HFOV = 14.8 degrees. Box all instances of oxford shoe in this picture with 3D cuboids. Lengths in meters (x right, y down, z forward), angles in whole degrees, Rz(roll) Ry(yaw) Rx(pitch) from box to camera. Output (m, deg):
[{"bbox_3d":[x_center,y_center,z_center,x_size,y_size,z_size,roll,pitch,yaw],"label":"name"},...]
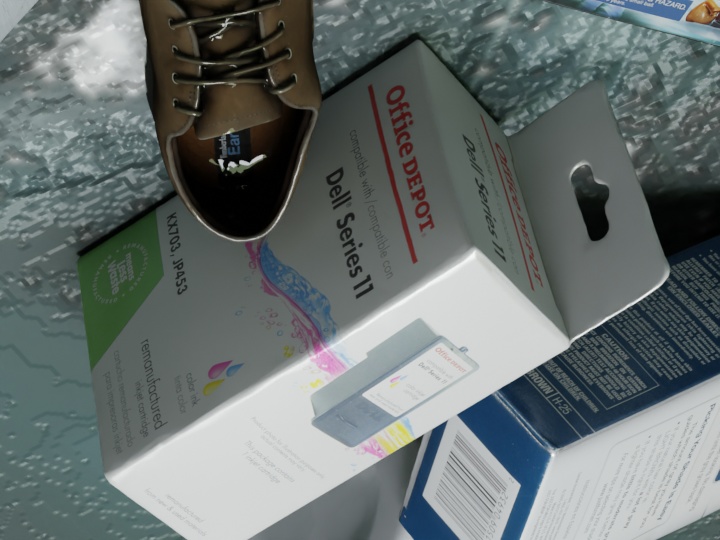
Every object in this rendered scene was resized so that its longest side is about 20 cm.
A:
[{"bbox_3d":[-0.040,-0.090,0.904,0.073,0.084,0.200,-11,136,-3],"label":"oxford shoe"}]

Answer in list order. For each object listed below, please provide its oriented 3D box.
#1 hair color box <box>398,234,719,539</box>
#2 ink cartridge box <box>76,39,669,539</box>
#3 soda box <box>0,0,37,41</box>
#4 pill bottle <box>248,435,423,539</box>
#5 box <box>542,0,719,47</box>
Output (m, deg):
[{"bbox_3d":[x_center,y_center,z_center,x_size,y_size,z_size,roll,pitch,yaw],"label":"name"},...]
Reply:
[{"bbox_3d":[0.116,0.049,1.058,0.200,0.061,0.100,-21,145,-33],"label":"hair color box"},{"bbox_3d":[0.000,0.000,0.984,0.200,0.117,0.067,-32,132,17],"label":"ink cartridge box"},{"bbox_3d":[-0.157,-0.133,0.802,0.068,0.063,0.200,-52,152,-22],"label":"soda box"},{"bbox_3d":[0.036,0.143,1.152,0.112,0.112,0.200,-33,135,18],"label":"pill bottle"},{"bbox_3d":[0.158,-0.135,0.947,0.200,0.040,0.137,11,131,-26],"label":"box"}]
